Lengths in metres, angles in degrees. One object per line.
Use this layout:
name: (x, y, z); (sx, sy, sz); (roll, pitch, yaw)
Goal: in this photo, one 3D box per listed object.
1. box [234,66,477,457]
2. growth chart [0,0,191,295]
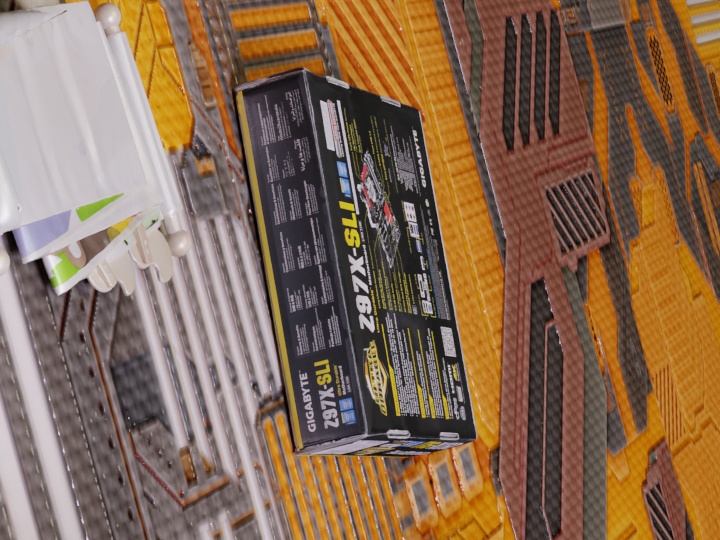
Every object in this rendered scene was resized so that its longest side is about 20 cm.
box: (0.000, 0.000, 1.365); (0.159, 0.049, 0.202); (8, 70, -64)
growth chart: (-0.133, -0.057, 1.114); (0.200, 0.018, 0.146); (-14, 91, -68)
